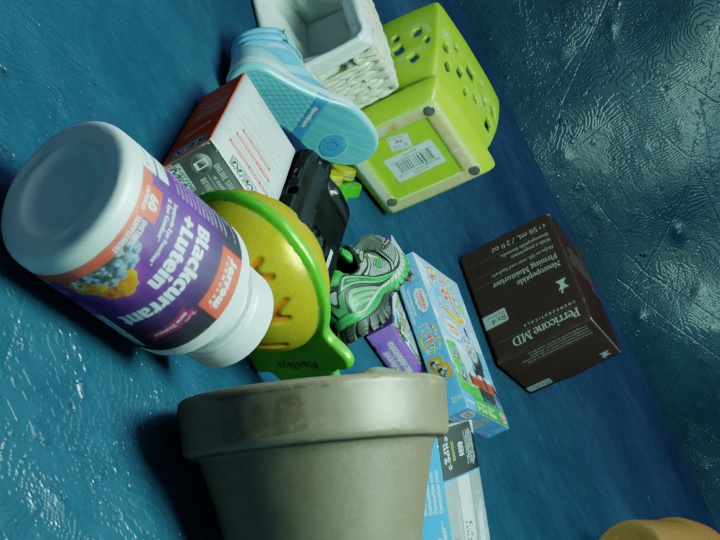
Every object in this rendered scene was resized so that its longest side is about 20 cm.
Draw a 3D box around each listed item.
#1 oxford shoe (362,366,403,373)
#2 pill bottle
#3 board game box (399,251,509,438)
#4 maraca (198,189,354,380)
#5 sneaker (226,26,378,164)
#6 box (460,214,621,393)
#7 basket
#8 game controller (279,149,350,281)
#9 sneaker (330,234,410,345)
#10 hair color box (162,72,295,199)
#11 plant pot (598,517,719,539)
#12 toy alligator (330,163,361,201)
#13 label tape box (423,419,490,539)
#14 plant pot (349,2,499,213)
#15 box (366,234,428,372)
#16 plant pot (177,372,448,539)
[{"bbox_3d":[0.015,0.139,1.308,0.074,0.071,0.200,41,12,16],"label":"oxford shoe"},{"bbox_3d":[-0.148,-0.008,0.918,0.200,0.111,0.112,43,26,-49],"label":"pill bottle"},{"bbox_3d":[0.107,0.091,1.537,0.151,0.036,0.201,32,35,-61],"label":"board game box"},{"bbox_3d":[-0.078,0.020,1.078,0.107,0.136,0.201,-45,119,-39],"label":"maraca"},{"bbox_3d":[-0.065,-0.209,1.471,0.199,0.080,0.131,30,30,-30],"label":"sneaker"},{"bbox_3d":[0.284,0.054,2.039,0.164,0.165,0.201,40,27,-55],"label":"box"},{"bbox_3d":[-0.044,-0.302,1.652,0.123,0.135,0.201,49,21,-50],"label":"basket"},{"bbox_3d":[-0.056,-0.032,1.307,0.201,0.042,0.105,-73,150,-45],"label":"game controller"},{"bbox_3d":[0.000,0.000,1.417,0.086,0.078,0.200,58,18,-14],"label":"sneaker"},{"bbox_3d":[-0.122,-0.106,1.237,0.102,0.061,0.200,57,16,-19],"label":"hair color box"},{"bbox_3d":[0.423,0.442,1.861,0.140,0.200,0.201,28,35,-36],"label":"plant pot"},{"bbox_3d":[-0.053,-0.085,1.443,0.054,0.060,0.200,20,18,15],"label":"toy alligator"},{"bbox_3d":[0.066,0.224,1.238,0.200,0.066,0.145,8,73,-73],"label":"label tape box"},{"bbox_3d":[0.067,-0.204,1.740,0.199,0.199,0.182,51,26,-37],"label":"plant pot"},{"bbox_3d":[0.057,0.065,1.557,0.137,0.039,0.201,55,18,-26],"label":"box"},{"bbox_3d":[-0.027,0.171,0.929,0.200,0.199,0.176,21,61,-66],"label":"plant pot"}]
